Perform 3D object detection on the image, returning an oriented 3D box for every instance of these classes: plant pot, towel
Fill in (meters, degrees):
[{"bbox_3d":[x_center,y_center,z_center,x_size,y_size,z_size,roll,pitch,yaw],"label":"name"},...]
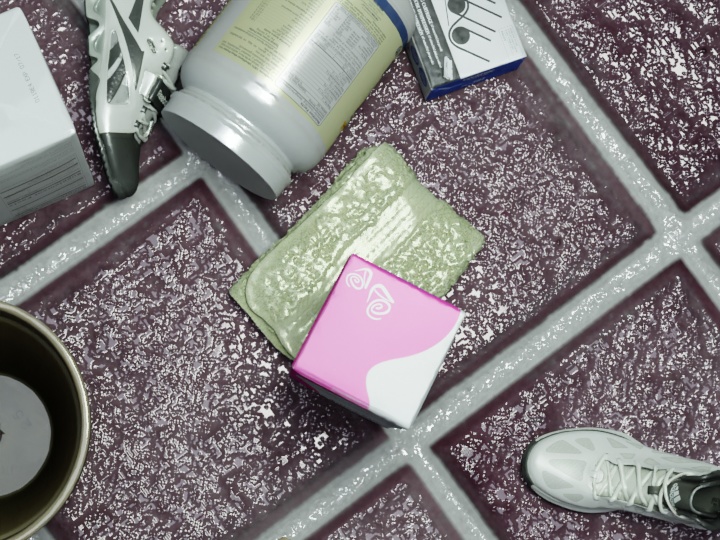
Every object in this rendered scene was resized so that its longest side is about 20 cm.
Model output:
[{"bbox_3d":[-0.310,0.131,1.297,0.199,0.174,0.201,1,81,-5],"label":"plant pot"},{"bbox_3d":[0.000,0.000,1.411,0.148,0.036,0.200,44,81,1],"label":"towel"}]

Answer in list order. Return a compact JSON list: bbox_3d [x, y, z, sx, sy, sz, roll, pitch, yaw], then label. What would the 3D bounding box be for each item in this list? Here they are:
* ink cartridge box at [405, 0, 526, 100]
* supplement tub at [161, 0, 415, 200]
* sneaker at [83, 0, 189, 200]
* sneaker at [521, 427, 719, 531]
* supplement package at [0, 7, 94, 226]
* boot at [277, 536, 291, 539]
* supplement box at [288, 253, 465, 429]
[{"bbox_3d":[0.068,-0.263,1.451,0.094,0.044,0.201,-20,84,-9],"label":"ink cartridge box"},{"bbox_3d":[-0.062,-0.176,1.377,0.145,0.145,0.200,36,81,1],"label":"supplement tub"},{"bbox_3d":[-0.190,-0.162,1.400,0.088,0.074,0.201,-4,82,-3],"label":"sneaker"},{"bbox_3d":[0.241,0.173,1.365,0.199,0.115,0.076,11,81,-3],"label":"sneaker"},{"bbox_3d":[-0.294,-0.116,1.321,0.109,0.200,0.114,-24,83,-8],"label":"supplement package"},{"bbox_3d":[-0.040,0.340,1.339,0.200,0.072,0.166,43,79,-1],"label":"boot"},{"bbox_3d":[0.009,0.061,1.287,0.101,0.200,0.104,28,85,-1],"label":"supplement box"}]
